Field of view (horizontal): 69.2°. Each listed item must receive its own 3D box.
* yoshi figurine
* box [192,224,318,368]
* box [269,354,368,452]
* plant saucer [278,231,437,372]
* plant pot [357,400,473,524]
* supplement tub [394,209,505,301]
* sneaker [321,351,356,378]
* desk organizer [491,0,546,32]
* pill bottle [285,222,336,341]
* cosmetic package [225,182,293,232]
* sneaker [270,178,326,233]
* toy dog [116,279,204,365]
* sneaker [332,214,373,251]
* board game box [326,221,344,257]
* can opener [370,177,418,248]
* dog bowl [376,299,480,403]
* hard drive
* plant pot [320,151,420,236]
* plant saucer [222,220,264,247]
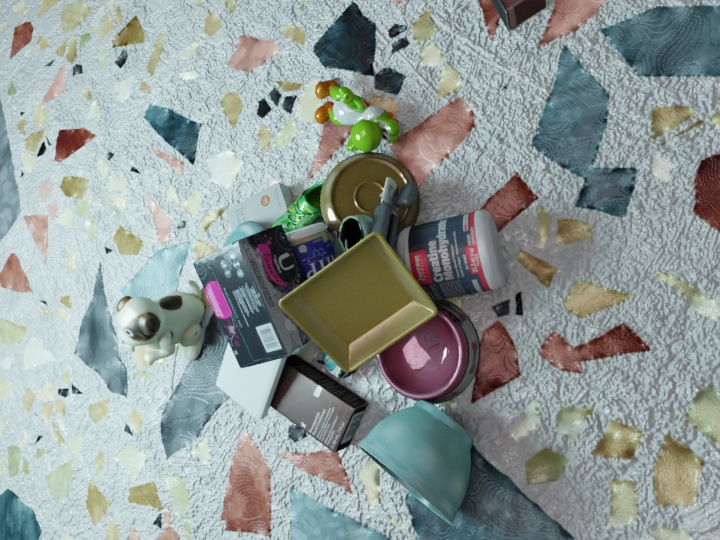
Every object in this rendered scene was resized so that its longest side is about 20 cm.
[{"bbox_3d":[-0.018,-0.301,1.044,0.199,0.112,0.113,33,99,26],"label":"yoshi figurine"},{"bbox_3d":[-0.168,0.043,0.894,0.131,0.115,0.202,-19,98,36],"label":"box"},{"bbox_3d":[-0.095,0.263,1.054,0.199,0.075,0.101,27,98,25],"label":"box"},{"bbox_3d":[-0.003,0.050,0.870,0.199,0.200,0.049,-35,30,9],"label":"plant saucer"},{"bbox_3d":[0.113,0.315,0.909,0.199,0.201,0.134,33,71,22],"label":"plant pot"},{"bbox_3d":[0.147,-0.020,0.934,0.198,0.140,0.142,-12,81,22],"label":"supplement tub"},{"bbox_3d":[-0.014,0.117,1.032,0.079,0.077,0.201,38,101,30],"label":"sneaker"},{"bbox_3d":[0.263,-0.560,0.969,0.076,0.072,0.202,-27,76,17],"label":"desk organizer"},{"bbox_3d":[-0.092,0.022,0.981,0.119,0.120,0.202,-14,99,22],"label":"pill bottle"},{"bbox_3d":[-0.199,-0.068,1.140,0.150,0.052,0.202,-23,77,17],"label":"cosmetic package"},{"bbox_3d":[-0.122,-0.114,1.057,0.074,0.084,0.201,37,77,4],"label":"sneaker"},{"bbox_3d":[-0.438,0.115,1.146,0.139,0.200,0.195,40,102,20],"label":"toy dog"},{"bbox_3d":[0.000,0.000,0.929,0.073,0.118,0.203,-10,88,17],"label":"sneaker"},{"bbox_3d":[-0.063,0.016,1.057,0.126,0.035,0.201,34,100,-1],"label":"board game box"},{"bbox_3d":[0.055,-0.098,0.928,0.066,0.053,0.201,-16,39,33],"label":"can opener"},{"bbox_3d":[0.117,0.149,0.970,0.198,0.074,0.203,-2,85,23],"label":"dog bowl"},{"bbox_3d":[-0.213,0.180,1.041,0.131,0.027,0.202,30,112,23],"label":"hard drive"},{"bbox_3d":[0.019,-0.140,1.019,0.197,0.027,0.203,0,81,0],"label":"plant pot"},{"bbox_3d":[-0.247,-0.004,1.087,0.199,0.027,0.203,-5,83,48],"label":"plant saucer"}]
